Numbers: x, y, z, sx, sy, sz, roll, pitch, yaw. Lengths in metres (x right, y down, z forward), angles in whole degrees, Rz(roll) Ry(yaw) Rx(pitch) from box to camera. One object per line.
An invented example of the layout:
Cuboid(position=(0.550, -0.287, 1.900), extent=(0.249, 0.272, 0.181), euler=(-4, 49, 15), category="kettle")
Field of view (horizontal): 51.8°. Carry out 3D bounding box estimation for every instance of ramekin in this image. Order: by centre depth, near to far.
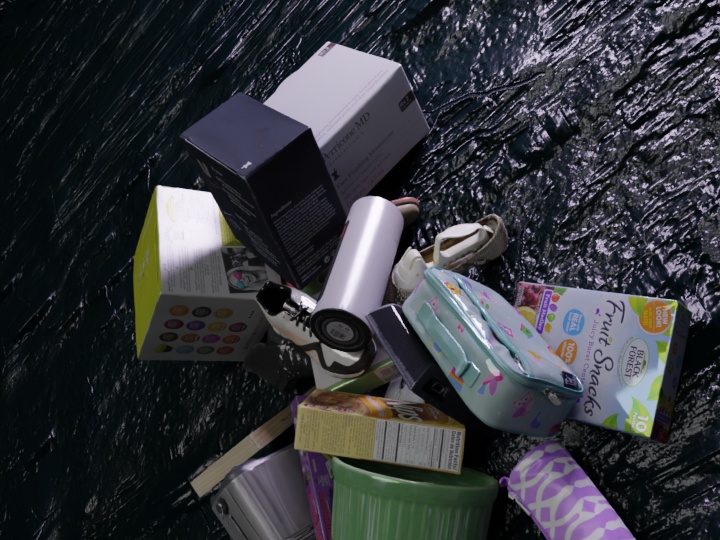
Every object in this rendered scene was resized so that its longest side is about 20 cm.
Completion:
Cuboid(position=(0.057, 0.277, 0.853), extent=(0.197, 0.198, 0.100), euler=(3, 82, 43), category="ramekin")

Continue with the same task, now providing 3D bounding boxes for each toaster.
Cuboid(position=(-0.093, 0.310, 0.994), extent=(0.130, 0.197, 0.114), euler=(54, 131, 20), category="toaster")

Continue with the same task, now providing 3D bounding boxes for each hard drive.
Cuboid(position=(0.095, 0.117, 0.872), extent=(0.042, 0.199, 0.136), euler=(-43, 46, 11), category="hard drive")

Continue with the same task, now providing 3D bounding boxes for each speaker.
Cuboid(position=(0.000, 0.000, 0.947), extent=(0.080, 0.081, 0.203), euler=(-20, 37, 36), category="speaker")

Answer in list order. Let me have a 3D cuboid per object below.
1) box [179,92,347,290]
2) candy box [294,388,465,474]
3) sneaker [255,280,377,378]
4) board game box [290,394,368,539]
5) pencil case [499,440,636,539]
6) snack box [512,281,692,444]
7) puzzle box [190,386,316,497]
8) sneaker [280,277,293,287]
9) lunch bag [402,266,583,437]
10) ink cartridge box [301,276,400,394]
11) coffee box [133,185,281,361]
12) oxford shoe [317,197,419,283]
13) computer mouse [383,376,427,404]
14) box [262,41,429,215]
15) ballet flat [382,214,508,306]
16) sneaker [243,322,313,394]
Cuboid(position=(-0.127, -0.113, 1.036), extent=(0.117, 0.202, 0.196), euler=(-38, 43, -17), category="box")
Cuboid(position=(0.027, 0.191, 0.897), extent=(0.194, 0.115, 0.057), euler=(6, 92, 7), category="candy box")
Cuboid(position=(-0.065, 0.076, 0.972), extent=(0.197, 0.080, 0.075), euler=(24, 73, 34), category="sneaker")
Cuboid(position=(-0.019, 0.261, 0.982), extent=(0.032, 0.118, 0.204), euler=(-50, 44, 41), category="board game box")
Cuboid(position=(0.228, 0.272, 0.765), extent=(0.084, 0.085, 0.201), euler=(-25, 46, -12), category="pencil case")
Cuboid(position=(0.254, 0.096, 0.833), extent=(0.197, 0.052, 0.146), euler=(8, 80, 46), category="snack box")
Cuboid(position=(-0.143, 0.241, 1.064), extent=(0.133, 0.199, 0.026), euler=(-42, 83, 23), category="puzzle box")
Cuboid(position=(-0.088, 0.048, 1.137), extent=(0.198, 0.086, 0.075), euler=(21, 132, 45), category="sneaker")
Cuboid(position=(0.139, 0.085, 0.798), extent=(0.078, 0.159, 0.201), euler=(-53, 43, 15), category="lunch bag")
Cuboid(position=(-0.009, 0.066, 1.024), extent=(0.143, 0.048, 0.203), euler=(-27, 52, 14), category="ink cartridge box")
Cuboid(position=(-0.256, 0.012, 1.207), extent=(0.201, 0.193, 0.204), euler=(-54, 40, 47), category="coffee box")
Cuboid(position=(0.012, -0.031, 1.093), extent=(0.198, 0.070, 0.076), euler=(-35, 61, 8), category="oxford shoe")
Cuboid(position=(0.063, 0.164, 0.995), extent=(0.108, 0.043, 0.205), euler=(-5, 70, 41), category="computer mouse")
Cuboid(position=(-0.038, -0.221, 1.138), extent=(0.199, 0.132, 0.199), euler=(-46, 44, -12), category="box")
Cuboid(position=(0.100, -0.015, 0.955), extent=(0.197, 0.076, 0.068), euler=(-30, 52, -4), category="ballet flat")
Cuboid(position=(-0.096, 0.147, 1.143), extent=(0.197, 0.059, 0.107), euler=(25, 111, 30), category="sneaker")
